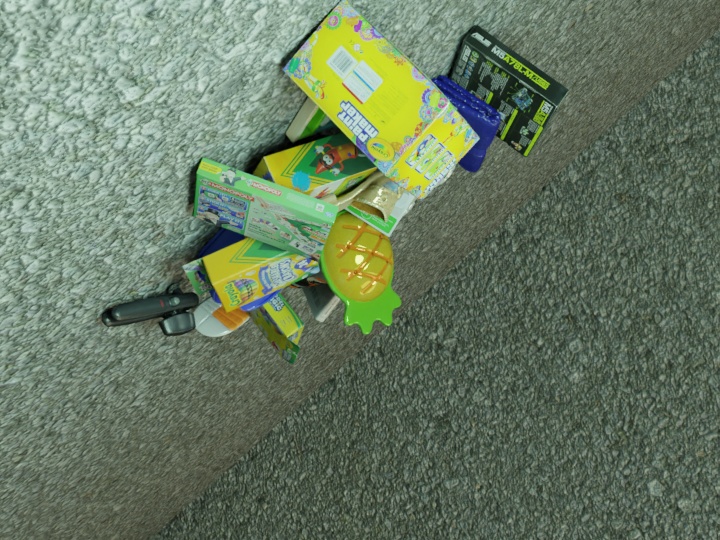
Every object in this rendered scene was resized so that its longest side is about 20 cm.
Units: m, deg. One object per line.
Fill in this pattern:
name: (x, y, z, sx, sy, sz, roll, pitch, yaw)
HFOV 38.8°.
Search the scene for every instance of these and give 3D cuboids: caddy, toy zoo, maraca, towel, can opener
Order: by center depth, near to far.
toy zoo: (-0.014, -0.264, 1.529, 0.199, 0.021, 0.131, -28, 164, -44)
maraca: (0.000, 0.000, 1.665, 0.135, 0.204, 0.107, -18, -177, -27)
can opener: (-0.338, 0.065, 1.676, 0.063, 0.080, 0.199, -35, 163, 27)
caddy: (-0.183, -0.028, 1.703, 0.200, 0.106, 0.140, -43, 146, 21)
towel: (0.173, -0.264, 1.841, 0.050, 0.146, 0.200, -59, 175, -19)

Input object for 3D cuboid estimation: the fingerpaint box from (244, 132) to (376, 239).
fingerpaint box: (-0.089, -0.127, 1.550, 0.165, 0.074, 0.200, -22, 171, -25)

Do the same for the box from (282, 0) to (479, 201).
box: (0.033, -0.217, 1.338, 0.122, 0.200, 0.192, -46, 162, 9)

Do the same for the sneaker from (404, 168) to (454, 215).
sneaker: (0.098, -0.165, 1.836, 0.200, 0.074, 0.080, -48, 164, 23)

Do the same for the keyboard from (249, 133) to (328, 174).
keyboard: (-0.088, -0.184, 1.591, 0.103, 0.040, 0.199, -32, 170, 38)

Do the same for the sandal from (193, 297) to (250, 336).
sandal: (-0.233, 0.068, 1.971, 0.206, 0.079, 0.059, -35, 167, -28)

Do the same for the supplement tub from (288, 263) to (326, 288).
supplement tub: (-0.085, -0.035, 1.800, 0.122, 0.124, 0.198, -30, -167, -37)

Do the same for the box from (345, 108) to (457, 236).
box: (0.066, -0.187, 1.671, 0.178, 0.096, 0.201, -57, -175, 29)

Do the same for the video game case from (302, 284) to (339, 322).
video game case: (-0.050, -0.033, 1.882, 0.023, 0.201, 0.183, 26, 112, -33)

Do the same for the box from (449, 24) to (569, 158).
box: (0.244, -0.303, 1.754, 0.048, 0.192, 0.200, -53, 173, -19)

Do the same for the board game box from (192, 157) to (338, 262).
board game box: (-0.137, -0.082, 1.439, 0.135, 0.197, 0.030, 118, -8, -63)

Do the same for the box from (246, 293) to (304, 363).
box: (-0.169, 0.074, 1.884, 0.048, 0.201, 0.118, -33, 168, -21)

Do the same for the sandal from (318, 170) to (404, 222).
sandal: (0.014, -0.098, 1.530, 0.209, 0.071, 0.078, -25, 173, -7)

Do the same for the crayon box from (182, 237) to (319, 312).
crayon box: (-0.165, -0.002, 1.581, 0.197, 0.052, 0.126, -23, 159, -6)
